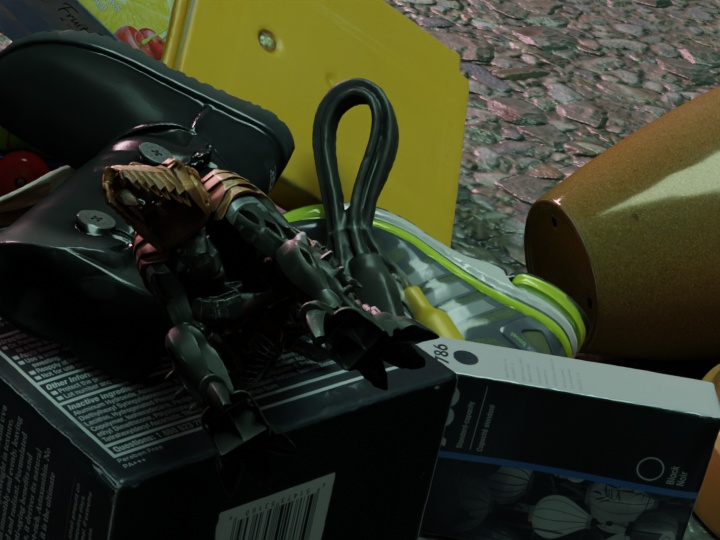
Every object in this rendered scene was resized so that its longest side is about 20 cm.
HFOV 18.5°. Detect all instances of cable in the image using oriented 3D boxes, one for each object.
[{"bbox_3d":[0.000,0.000,1.187,0.050,0.097,0.201,37,35,-61],"label":"cable"}]

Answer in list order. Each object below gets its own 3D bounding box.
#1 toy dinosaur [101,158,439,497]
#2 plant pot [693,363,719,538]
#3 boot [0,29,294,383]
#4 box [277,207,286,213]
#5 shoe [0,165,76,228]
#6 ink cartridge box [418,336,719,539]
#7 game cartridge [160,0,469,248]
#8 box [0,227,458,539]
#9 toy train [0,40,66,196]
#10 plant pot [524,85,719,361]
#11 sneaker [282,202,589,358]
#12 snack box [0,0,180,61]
[{"bbox_3d":[-0.056,0.008,0.906,0.200,0.102,0.136,9,40,-51],"label":"toy dinosaur"},{"bbox_3d":[0.283,0.070,1.188,0.199,0.141,0.200,11,28,-6],"label":"plant pot"},{"bbox_3d":[-0.134,-0.035,1.031,0.164,0.066,0.200,15,33,9],"label":"boot"},{"bbox_3d":[-0.016,-0.048,1.387,0.144,0.036,0.200,14,29,1],"label":"box"},{"bbox_3d":[-0.211,-0.012,1.214,0.070,0.054,0.200,27,31,25],"label":"shoe"},{"bbox_3d":[0.072,0.089,1.105,0.199,0.100,0.039,10,29,-5],"label":"ink cartridge box"},{"bbox_3d":[-0.024,-0.102,1.281,0.200,0.032,0.177,33,46,-27],"label":"game cartridge"},{"bbox_3d":[-0.098,0.069,1.040,0.199,0.124,0.198,-14,39,-39],"label":"box"},{"bbox_3d":[-0.266,-0.118,1.319,0.199,0.116,0.085,9,28,-8],"label":"toy train"},{"bbox_3d":[0.204,-0.022,1.310,0.199,0.187,0.186,-14,36,-18],"label":"plant pot"},{"bbox_3d":[0.027,0.026,1.218,0.199,0.074,0.081,19,48,-2],"label":"sneaker"},{"bbox_3d":[-0.122,-0.179,1.310,0.169,0.068,0.200,43,41,-15],"label":"snack box"}]
